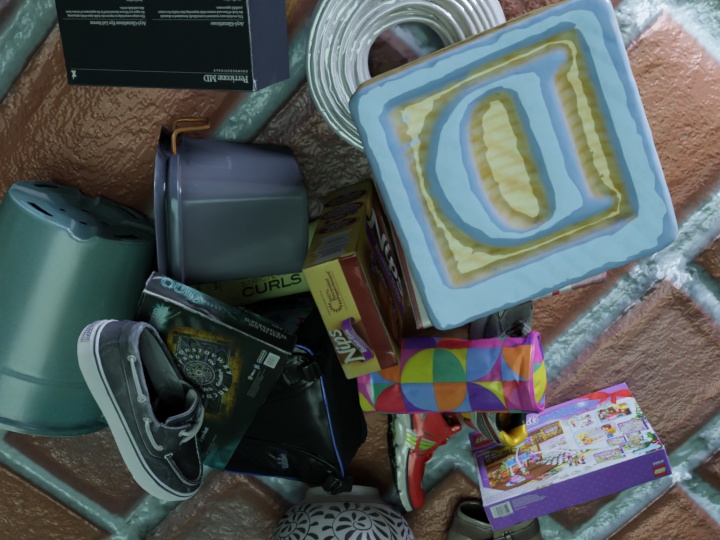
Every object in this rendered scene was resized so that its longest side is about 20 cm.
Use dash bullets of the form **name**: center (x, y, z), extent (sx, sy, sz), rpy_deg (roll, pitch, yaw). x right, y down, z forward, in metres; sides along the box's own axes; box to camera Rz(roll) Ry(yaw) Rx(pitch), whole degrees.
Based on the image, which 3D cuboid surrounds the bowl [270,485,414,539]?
- **bowl**: center (-0.022, 0.307, 0.947), extent (0.199, 0.201, 0.095), rpy_deg (-2, 68, 1)

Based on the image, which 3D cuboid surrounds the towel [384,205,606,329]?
- **towel**: center (0.137, -0.032, 0.829), extent (0.198, 0.023, 0.145), rpy_deg (-16, 81, 7)

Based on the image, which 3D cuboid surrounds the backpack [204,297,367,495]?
- **backpack**: center (-0.099, 0.125, 0.854), extent (0.198, 0.147, 0.184), rpy_deg (-3, 113, 21)

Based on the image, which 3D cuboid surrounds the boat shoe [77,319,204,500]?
- **boat shoe**: center (-0.169, 0.124, 0.693), extent (0.067, 0.072, 0.201), rpy_deg (-5, 121, 19)

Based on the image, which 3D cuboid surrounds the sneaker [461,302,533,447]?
- **sneaker**: center (0.167, 0.102, 0.877), extent (0.077, 0.082, 0.201), rpy_deg (-14, 119, -29)

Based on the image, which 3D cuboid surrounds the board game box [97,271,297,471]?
- **board game box**: center (-0.154, 0.099, 0.729), extent (0.135, 0.028, 0.200), rpy_deg (25, 130, -8)

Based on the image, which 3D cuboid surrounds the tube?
- **tube**: center (-0.115, 0.003, 0.830), extent (0.199, 0.052, 0.058), rpy_deg (-15, 127, -19)

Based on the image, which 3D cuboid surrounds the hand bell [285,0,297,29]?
- **hand bell**: center (-0.058, -0.295, 0.732), extent (0.103, 0.104, 0.201), rpy_deg (18, 123, -7)

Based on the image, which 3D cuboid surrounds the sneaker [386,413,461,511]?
- **sneaker**: center (0.076, 0.195, 0.931), extent (0.084, 0.077, 0.202), rpy_deg (-2, 113, -5)

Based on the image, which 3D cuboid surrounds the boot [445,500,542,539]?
- **boot**: center (0.205, 0.352, 0.999), extent (0.198, 0.070, 0.147), rpy_deg (-3, 110, 1)

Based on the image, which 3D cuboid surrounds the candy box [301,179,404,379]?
- **candy box**: center (0.000, 0.000, 0.780), extent (0.056, 0.200, 0.117), rpy_deg (-17, 112, 11)

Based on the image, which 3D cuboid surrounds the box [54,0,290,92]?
- **box**: center (-0.171, -0.238, 0.716), extent (0.198, 0.079, 0.142), rpy_deg (7, 112, 19)

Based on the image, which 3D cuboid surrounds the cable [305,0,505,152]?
- **cable**: center (0.046, -0.204, 0.766), extent (0.199, 0.069, 0.201), rpy_deg (17, 111, -7)

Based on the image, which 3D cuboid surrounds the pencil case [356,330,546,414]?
- **pencil case**: center (0.090, 0.104, 0.821), extent (0.198, 0.088, 0.089), rpy_deg (-2, 114, 23)

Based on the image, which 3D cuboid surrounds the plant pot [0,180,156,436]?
- **plant pot**: center (-0.307, 0.028, 0.807), extent (0.199, 0.200, 0.197), rpy_deg (21, 103, -8)

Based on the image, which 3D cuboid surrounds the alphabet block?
- **alphabet block**: center (0.112, -0.095, 0.656), extent (0.195, 0.200, 0.197), rpy_deg (-19, 102, 6)

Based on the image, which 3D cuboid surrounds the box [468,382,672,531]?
- **box**: center (0.227, 0.206, 0.900), extent (0.199, 0.137, 0.039), rpy_deg (-20, 111, 9)

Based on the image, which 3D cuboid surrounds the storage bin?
- **storage bin**: center (-0.123, -0.071, 0.765), extent (0.133, 0.200, 0.147), rpy_deg (-3, 113, -11)
